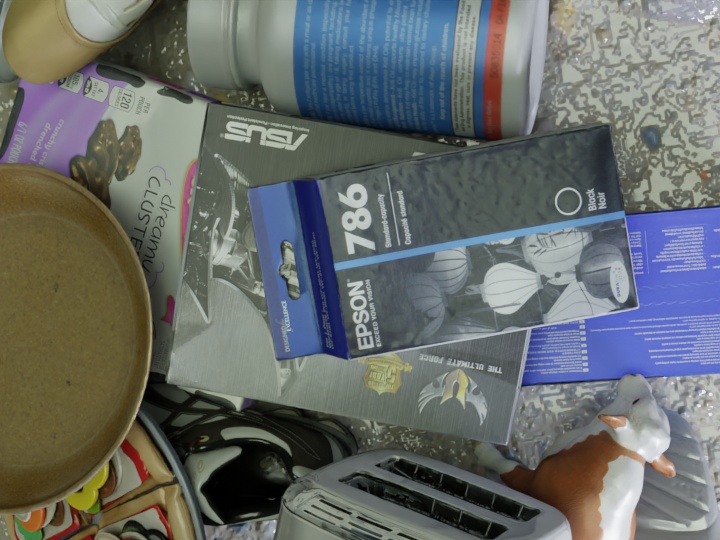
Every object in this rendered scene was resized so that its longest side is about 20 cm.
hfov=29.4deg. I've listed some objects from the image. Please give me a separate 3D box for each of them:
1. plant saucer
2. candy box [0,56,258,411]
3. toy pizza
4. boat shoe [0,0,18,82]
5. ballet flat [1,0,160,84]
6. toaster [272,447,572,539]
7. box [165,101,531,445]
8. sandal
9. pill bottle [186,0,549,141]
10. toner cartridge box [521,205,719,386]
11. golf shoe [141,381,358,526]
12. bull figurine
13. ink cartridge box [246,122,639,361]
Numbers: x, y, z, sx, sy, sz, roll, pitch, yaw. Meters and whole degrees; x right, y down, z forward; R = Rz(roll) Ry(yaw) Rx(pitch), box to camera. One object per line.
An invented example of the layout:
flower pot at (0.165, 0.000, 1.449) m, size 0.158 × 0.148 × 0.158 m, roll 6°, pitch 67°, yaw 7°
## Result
plant saucer at (-0.203, 0.040, 0.806) m, size 0.197 × 0.035 × 0.203 m, roll -1°, pitch 86°, yaw 19°
candy box at (-0.127, -0.029, 0.850) m, size 0.198 × 0.071 × 0.170 m, roll 20°, pitch 97°, yaw 11°
toy pizza at (-0.170, 0.158, 0.847) m, size 0.198 × 0.032 × 0.203 m, roll 14°, pitch 112°, yaw 38°
boat shoe at (-0.174, -0.199, 0.849) m, size 0.066 × 0.073 × 0.202 m, roll 30°, pitch 99°, yaw 12°
ballet flat at (-0.129, -0.187, 0.802) m, size 0.201 × 0.063 × 0.069 m, roll -51°, pitch 125°, yaw -18°
toaster at (0.033, 0.180, 0.729) m, size 0.198 × 0.113 × 0.131 m, roll 17°, pitch 107°, yaw 35°
box at (0.000, 0.000, 0.771) m, size 0.197 × 0.048 × 0.161 m, roll 11°, pitch 96°, yaw 1°
sandal at (0.190, 0.186, 0.800) m, size 0.078 × 0.059 × 0.210 m, roll -10°, pitch 70°, yaw 19°
pill bottle at (0.005, -0.138, 0.792) m, size 0.197 × 0.112 × 0.114 m, roll 7°, pitch 95°, yaw 12°
toner cartridge box at (0.137, 0.016, 0.806) m, size 0.197 × 0.043 × 0.097 m, roll -4°, pitch 93°, yaw 14°
golf shoe at (-0.104, 0.113, 0.844) m, size 0.197 × 0.094 × 0.079 m, roll 0°, pitch 95°, yaw 15°
bull figurine at (0.116, 0.154, 0.781) m, size 0.064 × 0.121 × 0.203 m, roll 9°, pitch 90°, yaw -32°
ink cartridge box at (0.041, -0.012, 0.725) m, size 0.197 × 0.039 × 0.101 m, roll -11°, pitch 97°, yaw 3°
